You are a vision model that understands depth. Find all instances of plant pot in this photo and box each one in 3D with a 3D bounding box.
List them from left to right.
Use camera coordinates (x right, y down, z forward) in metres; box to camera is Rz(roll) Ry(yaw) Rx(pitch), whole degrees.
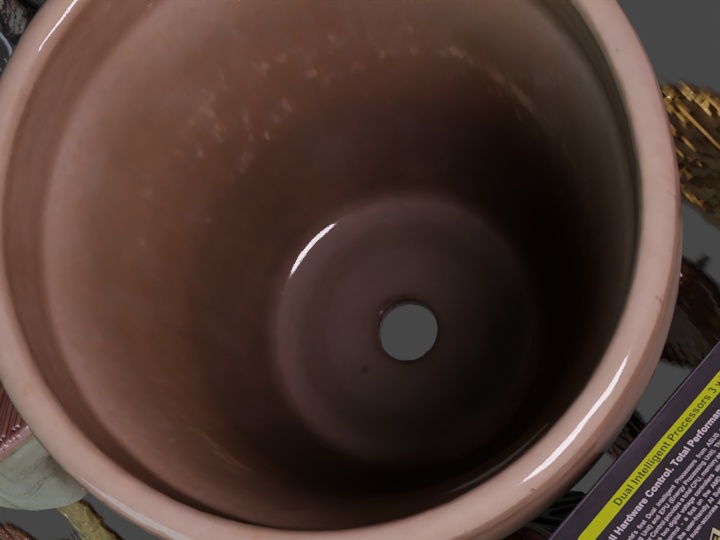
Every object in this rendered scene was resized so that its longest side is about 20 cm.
[{"bbox_3d":[0.000,0.000,0.782,0.200,0.200,0.175,38,175,15],"label":"plant pot"}]

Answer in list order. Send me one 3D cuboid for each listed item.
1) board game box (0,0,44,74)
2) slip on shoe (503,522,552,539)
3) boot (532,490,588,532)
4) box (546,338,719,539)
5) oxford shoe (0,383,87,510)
[{"bbox_3d":[-0.134,-0.050,0.943,0.200,0.097,0.159,43,-178,4],"label":"board game box"},{"bbox_3d":[0.034,0.112,0.788,0.200,0.061,0.075,2,92,63],"label":"slip on shoe"},{"bbox_3d":[0.079,0.172,0.907,0.201,0.072,0.182,62,162,-16],"label":"boot"},{"bbox_3d":[0.131,0.093,0.660,0.160,0.200,0.044,30,155,30],"label":"box"},{"bbox_3d":[-0.168,0.086,1.394,0.073,0.071,0.200,22,162,-13],"label":"oxford shoe"}]
